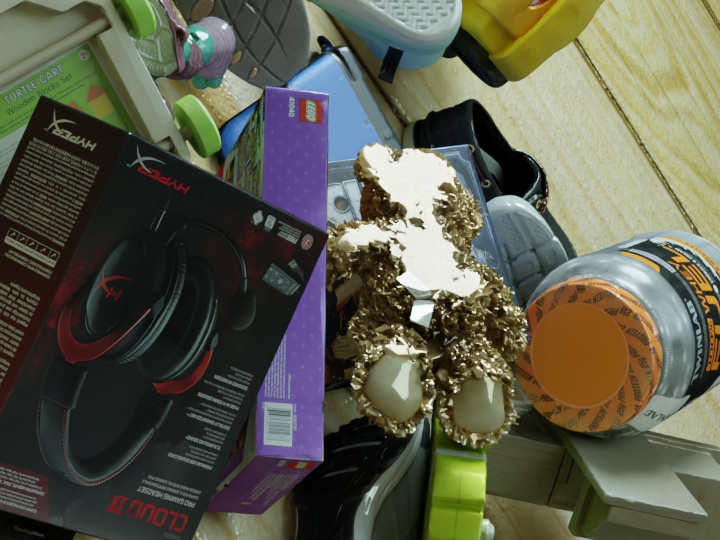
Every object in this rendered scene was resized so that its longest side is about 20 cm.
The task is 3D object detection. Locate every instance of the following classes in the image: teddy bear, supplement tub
[{"bbox_3d":[0.031,0.020,1.123,0.144,0.067,0.201,-7,53,-25],"label":"teddy bear"},{"bbox_3d":[0.183,0.043,1.313,0.200,0.122,0.124,-18,86,-62],"label":"supplement tub"}]

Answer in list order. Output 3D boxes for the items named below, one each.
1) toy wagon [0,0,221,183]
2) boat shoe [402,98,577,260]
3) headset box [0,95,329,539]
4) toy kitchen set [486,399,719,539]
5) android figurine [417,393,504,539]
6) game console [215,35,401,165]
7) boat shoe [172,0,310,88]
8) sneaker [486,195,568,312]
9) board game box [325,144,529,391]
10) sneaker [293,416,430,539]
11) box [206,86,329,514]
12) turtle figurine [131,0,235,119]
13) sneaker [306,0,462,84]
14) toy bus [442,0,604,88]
[{"bbox_3d":[-0.169,-0.087,0.969,0.154,0.040,0.201,-31,101,-16],"label":"toy wagon"},{"bbox_3d":[0.112,-0.052,1.473,0.201,0.063,0.074,45,34,-37],"label":"boat shoe"},{"bbox_3d":[-0.122,0.041,0.929,0.148,0.075,0.201,27,87,-47],"label":"headset box"},{"bbox_3d":[0.153,0.203,1.293,0.198,0.182,0.163,14,14,-15],"label":"toy kitchen set"},{"bbox_3d":[0.055,0.152,1.166,0.200,0.041,0.184,-87,-176,-71],"label":"android figurine"},{"bbox_3d":[-0.011,-0.041,1.305,0.170,0.118,0.201,-37,104,-28],"label":"game console"},{"bbox_3d":[-0.100,-0.202,1.199,0.201,0.074,0.073,54,1,-23],"label":"boat shoe"},{"bbox_3d":[0.120,0.002,1.428,0.201,0.076,0.082,64,15,-48],"label":"sneaker"},{"bbox_3d":[0.000,0.000,1.198,0.199,0.035,0.137,-10,77,-34],"label":"board game box"},{"bbox_3d":[0.001,0.160,1.144,0.080,0.073,0.201,55,37,-31],"label":"sneaker"},{"bbox_3d":[-0.052,0.020,1.054,0.039,0.137,0.202,6,71,-15],"label":"box"},{"bbox_3d":[-0.140,-0.118,1.075,0.151,0.100,0.200,61,25,-11],"label":"turtle figurine"},{"bbox_3d":[-0.023,-0.201,1.332,0.200,0.074,0.118,34,-9,6],"label":"sneaker"},{"bbox_3d":[0.069,-0.250,1.393,0.192,0.136,0.200,46,0,-31],"label":"toy bus"}]
